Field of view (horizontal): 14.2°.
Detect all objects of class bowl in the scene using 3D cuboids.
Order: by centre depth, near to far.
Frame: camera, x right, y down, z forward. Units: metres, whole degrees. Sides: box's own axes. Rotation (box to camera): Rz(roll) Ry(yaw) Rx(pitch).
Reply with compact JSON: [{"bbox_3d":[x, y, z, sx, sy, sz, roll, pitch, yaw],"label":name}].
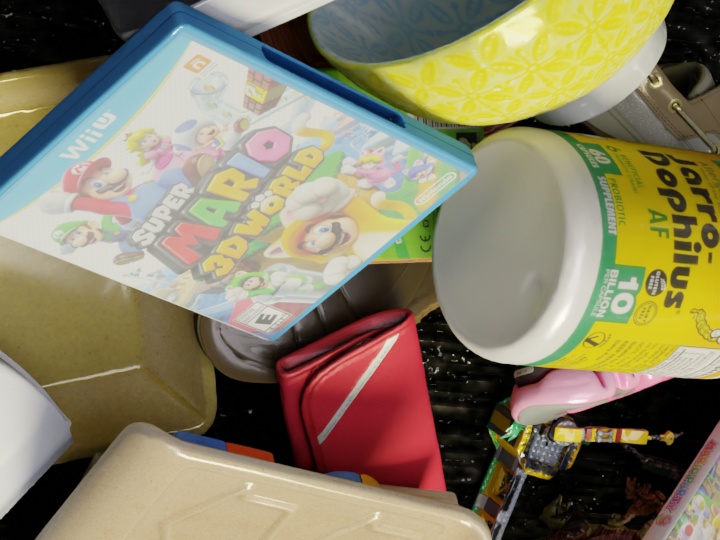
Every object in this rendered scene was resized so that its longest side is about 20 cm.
[{"bbox_3d":[0.085,-0.133,1.376,0.200,0.200,0.108,-44,122,-5],"label":"bowl"}]

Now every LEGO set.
[{"bbox_3d":[0.145,0.158,1.540,0.200,0.116,0.154,29,93,-28],"label":"LEGO set"}]

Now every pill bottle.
[{"bbox_3d":[0.143,-0.005,1.410,0.200,0.113,0.113,6,103,-37],"label":"pill bottle"}]

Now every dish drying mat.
[{"bbox_3d":[0.005,0.096,1.474,0.077,0.018,0.200,-27,142,-13],"label":"dish drying mat"}]

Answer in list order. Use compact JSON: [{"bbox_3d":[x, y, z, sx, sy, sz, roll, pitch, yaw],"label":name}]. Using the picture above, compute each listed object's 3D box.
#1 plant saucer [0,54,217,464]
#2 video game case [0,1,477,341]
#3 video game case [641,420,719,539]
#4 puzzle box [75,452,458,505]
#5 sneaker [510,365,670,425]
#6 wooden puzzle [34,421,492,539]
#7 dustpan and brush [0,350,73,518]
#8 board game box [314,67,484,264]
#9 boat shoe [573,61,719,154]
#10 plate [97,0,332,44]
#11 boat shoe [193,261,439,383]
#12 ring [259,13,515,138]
[{"bbox_3d":[-0.178,-0.002,1.408,0.199,0.048,0.201,-11,109,-19],"label":"plant saucer"},{"bbox_3d":[-0.061,-0.039,1.302,0.143,0.018,0.200,-39,141,25],"label":"video game case"},{"bbox_3d":[0.203,0.162,1.529,0.200,0.018,0.143,-53,125,-27],"label":"video game case"},{"bbox_3d":[-0.062,0.152,1.474,0.199,0.025,0.133,9,135,-24],"label":"puzzle box"},{"bbox_3d":[0.148,0.013,1.519,0.200,0.079,0.096,-16,81,-39],"label":"sneaker"},{"bbox_3d":[-0.064,0.146,1.417,0.199,0.046,0.185,19,131,-26],"label":"wooden puzzle"},{"bbox_3d":[-0.244,0.051,1.348,0.140,0.057,0.200,-46,123,-16],"label":"dustpan and brush"},{"bbox_3d":[-0.033,-0.049,1.397,0.199,0.030,0.096,-2,84,-25],"label":"board game box"},{"bbox_3d":[0.159,-0.079,1.497,0.200,0.074,0.066,36,94,-36],"label":"boat shoe"},{"bbox_3d":[-0.027,-0.152,1.328,0.199,0.200,0.032,-26,108,-5],"label":"plate"},{"bbox_3d":[0.000,0.000,1.460,0.200,0.065,0.073,-21,107,-23],"label":"boat shoe"},{"bbox_3d":[0.039,-0.157,1.465,0.200,0.019,0.201,-7,108,-20],"label":"ring"}]
